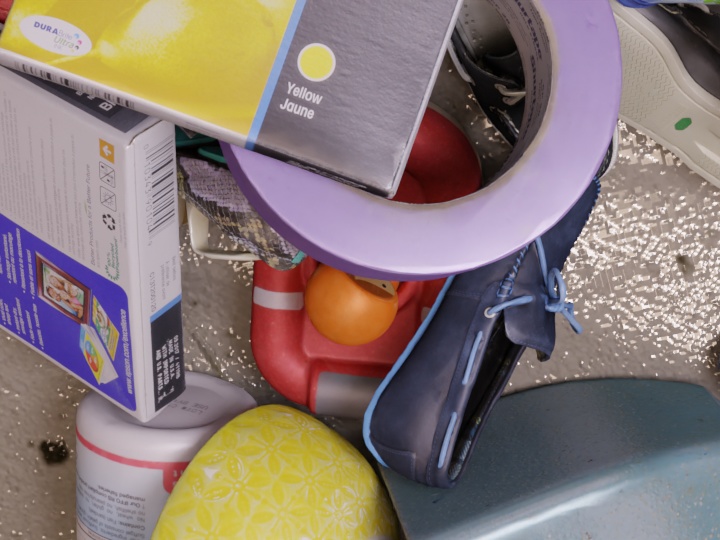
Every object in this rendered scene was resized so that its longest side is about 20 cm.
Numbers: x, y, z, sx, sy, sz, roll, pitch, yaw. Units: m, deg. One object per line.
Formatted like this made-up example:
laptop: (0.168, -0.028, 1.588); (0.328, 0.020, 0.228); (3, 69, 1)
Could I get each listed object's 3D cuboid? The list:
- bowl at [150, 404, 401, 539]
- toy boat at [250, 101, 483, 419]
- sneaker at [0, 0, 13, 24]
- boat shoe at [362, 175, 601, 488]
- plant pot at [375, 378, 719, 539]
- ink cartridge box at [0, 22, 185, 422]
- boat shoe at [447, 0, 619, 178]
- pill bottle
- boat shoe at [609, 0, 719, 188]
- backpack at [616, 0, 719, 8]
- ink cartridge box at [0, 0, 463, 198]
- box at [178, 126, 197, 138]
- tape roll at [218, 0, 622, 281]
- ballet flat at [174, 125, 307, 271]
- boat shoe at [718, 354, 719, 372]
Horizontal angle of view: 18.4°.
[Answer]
bowl: (-0.029, 0.186, 1.264); (0.108, 0.200, 0.200); (15, 112, 28)
toy boat: (0.000, 0.000, 1.244); (0.130, 0.131, 0.200); (5, 110, 4)
sneaker: (-0.166, -0.197, 1.239); (0.116, 0.078, 0.200); (35, 111, -23)
boat shoe: (0.083, 0.032, 1.224); (0.069, 0.084, 0.200); (32, 95, 34)
plant pot: (0.143, 0.169, 1.263); (0.200, 0.196, 0.196); (-24, 105, 0)
ink cartridge box: (-0.183, -0.038, 1.245); (0.200, 0.043, 0.198); (28, 137, 29)
boat shoe: (0.082, -0.127, 1.228); (0.076, 0.060, 0.200); (-31, 104, 14)
pill bottle: (-0.116, 0.169, 1.328); (0.109, 0.109, 0.200); (4, 110, 5)
boat shoe: (0.171, -0.114, 1.208); (0.200, 0.068, 0.072); (35, 147, -18)
backpack: (0.154, -0.236, 1.125); (0.147, 0.183, 0.200); (-5, 114, 32)
ink cartridge box: (-0.044, -0.159, 1.042); (0.198, 0.047, 0.200); (19, 88, -1)
box: (-0.104, -0.200, 1.164); (0.164, 0.086, 0.200); (-43, 121, 6)
tape roll: (0.025, -0.095, 1.108); (0.200, 0.085, 0.200); (0, 88, -5)
ballet flat: (-0.093, -0.048, 1.221); (0.200, 0.072, 0.072); (27, 118, 43)
boat shoe: (0.296, 0.095, 1.269); (0.200, 0.072, 0.072); (27, 67, 21)
